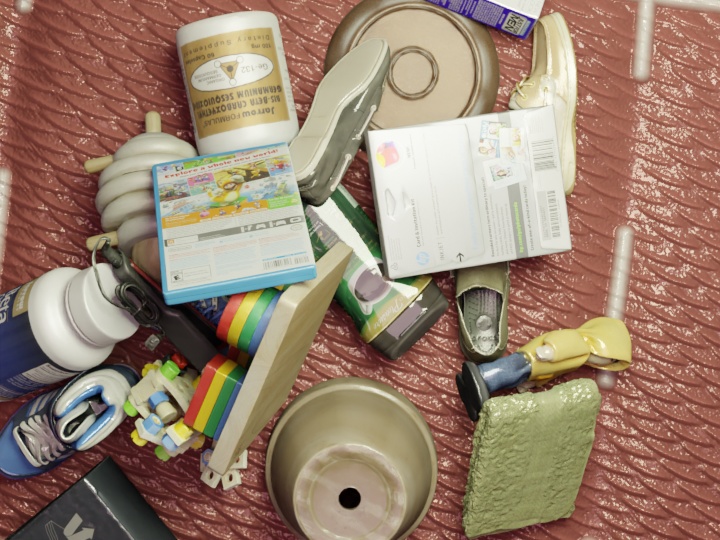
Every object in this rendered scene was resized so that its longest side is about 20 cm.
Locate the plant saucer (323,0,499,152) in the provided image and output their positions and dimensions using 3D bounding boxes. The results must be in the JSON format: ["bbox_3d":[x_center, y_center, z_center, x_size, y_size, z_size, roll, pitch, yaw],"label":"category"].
[{"bbox_3d":[0.058,-0.219,1.342,0.198,0.032,0.202,0,94,0],"label":"plant saucer"}]

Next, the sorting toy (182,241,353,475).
[{"bbox_3d":[-0.099,0.072,1.215,0.069,0.200,0.200,27,111,7],"label":"sorting toy"}]

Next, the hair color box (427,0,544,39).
[{"bbox_3d":[0.111,-0.343,1.306,0.199,0.065,0.110,21,77,-2],"label":"hair color box"}]

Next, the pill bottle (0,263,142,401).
[{"bbox_3d":[-0.331,0.062,1.281,0.199,0.111,0.112,-22,93,31],"label":"pill bottle"}]

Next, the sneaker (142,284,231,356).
[{"bbox_3d":[-0.189,0.052,1.335,0.199,0.077,0.076,19,92,-2],"label":"sneaker"}]

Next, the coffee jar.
[{"bbox_3d":[0.000,0.000,1.326,0.104,0.085,0.200,-44,91,0],"label":"coffee jar"}]

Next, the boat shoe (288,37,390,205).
[{"bbox_3d":[-0.020,-0.160,1.291,0.067,0.057,0.201,12,62,40],"label":"boat shoe"}]

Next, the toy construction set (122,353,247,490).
[{"bbox_3d":[-0.179,0.160,1.301,0.092,0.200,0.131,-36,59,1],"label":"toy construction set"}]

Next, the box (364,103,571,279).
[{"bbox_3d":[0.113,-0.084,1.269,0.198,0.041,0.157,-10,95,-7],"label":"box"}]

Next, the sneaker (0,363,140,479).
[{"bbox_3d":[-0.332,0.170,1.308,0.199,0.146,0.081,-32,93,2],"label":"sneaker"}]

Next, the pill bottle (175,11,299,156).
[{"bbox_3d":[-0.127,-0.169,1.303,0.113,0.114,0.202,-11,93,1],"label":"pill bottle"}]

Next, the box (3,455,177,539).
[{"bbox_3d":[-0.303,0.351,1.333,0.200,0.117,0.197,-39,92,3],"label":"box"}]

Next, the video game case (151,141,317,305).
[{"bbox_3d":[-0.127,-0.050,1.172,0.142,0.201,0.018,-10,133,-5],"label":"video game case"}]

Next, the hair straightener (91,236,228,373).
[{"bbox_3d":[-0.207,0.042,1.241,0.041,0.077,0.200,-27,124,18],"label":"hair straightener"}]

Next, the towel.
[{"bbox_3d":[0.182,0.207,1.310,0.147,0.037,0.201,-9,126,-20],"label":"towel"}]

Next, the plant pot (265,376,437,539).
[{"bbox_3d":[-0.011,0.225,1.297,0.198,0.174,0.202,0,92,1],"label":"plant pot"}]

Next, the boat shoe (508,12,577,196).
[{"bbox_3d":[0.197,-0.180,1.321,0.069,0.074,0.202,-3,94,-5],"label":"boat shoe"}]

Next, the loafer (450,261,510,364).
[{"bbox_3d":[0.137,0.006,1.333,0.075,0.070,0.202,-8,93,1],"label":"loafer"}]

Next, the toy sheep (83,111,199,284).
[{"bbox_3d":[-0.227,-0.081,1.305,0.137,0.138,0.202,-7,74,1],"label":"toy sheep"}]

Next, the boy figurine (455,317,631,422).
[{"bbox_3d":[0.204,0.105,1.321,0.199,0.125,0.065,-15,68,-16],"label":"boy figurine"}]
